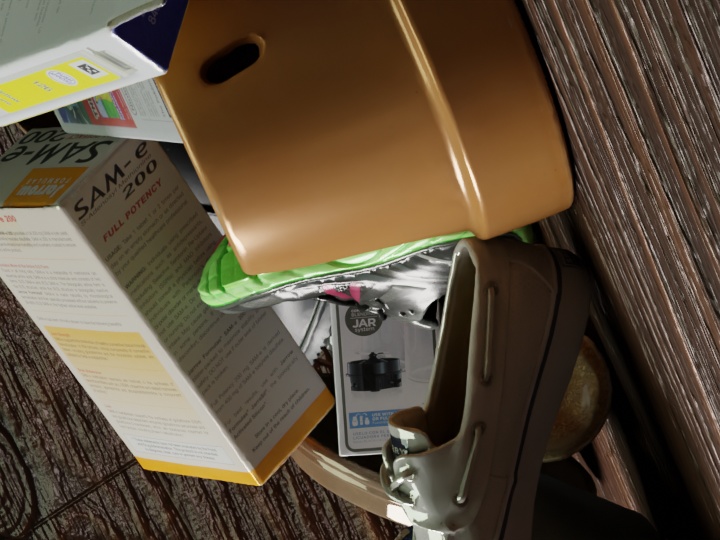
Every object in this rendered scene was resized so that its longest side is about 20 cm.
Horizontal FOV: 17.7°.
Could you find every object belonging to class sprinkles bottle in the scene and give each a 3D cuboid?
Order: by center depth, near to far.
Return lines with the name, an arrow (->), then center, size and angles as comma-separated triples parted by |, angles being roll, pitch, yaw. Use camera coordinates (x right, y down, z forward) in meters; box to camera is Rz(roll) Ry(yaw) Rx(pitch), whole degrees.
sprinkles bottle -> 0.083, 0.061, 1.175 | 0.200, 0.068, 0.069 | 121, 124, -86

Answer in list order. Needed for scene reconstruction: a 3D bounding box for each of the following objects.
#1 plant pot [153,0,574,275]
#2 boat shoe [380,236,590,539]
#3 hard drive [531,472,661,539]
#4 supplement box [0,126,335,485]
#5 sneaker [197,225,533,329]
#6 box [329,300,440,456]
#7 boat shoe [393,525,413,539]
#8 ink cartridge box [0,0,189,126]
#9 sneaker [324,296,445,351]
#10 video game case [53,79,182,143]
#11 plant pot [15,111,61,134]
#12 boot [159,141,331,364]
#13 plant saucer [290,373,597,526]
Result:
plant pot -> -0.014, -0.089, 0.972 | 0.200, 0.139, 0.201 | 155, 90, -88
boat shoe -> 0.040, 0.082, 1.014 | 0.071, 0.069, 0.202 | 33, 109, 66
hard drive -> 0.109, 0.158, 1.080 | 0.139, 0.033, 0.200 | 23, -163, -25
supplement box -> -0.119, 0.018, 1.275 | 0.126, 0.074, 0.201 | 2, 132, 52
sneaker -> 0.000, 0.000, 1.165 | 0.084, 0.199, 0.077 | 55, -136, -31
box -> 0.011, -0.009, 1.271 | 0.117, 0.060, 0.202 | -92, -2, -83
boat shoe -> 0.081, 0.179, 1.162 | 0.199, 0.073, 0.072 | 16, -159, -41
ink cartridge box -> -0.084, -0.166, 0.907 | 0.047, 0.199, 0.199 | 27, 161, -32
sneaker -> 0.009, 0.023, 1.496 | 0.088, 0.075, 0.199 | 26, 173, -37
video game case -> -0.144, -0.157, 1.138 | 0.182, 0.023, 0.201 | 10, 128, 59
plant pot -> -0.121, -0.192, 1.317 | 0.187, 0.199, 0.188 | 41, 149, 31
boot -> -0.085, -0.027, 1.427 | 0.201, 0.167, 0.077 | 114, 162, -45
plant saucer -> 0.041, 0.111, 1.354 | 0.200, 0.199, 0.030 | -121, 47, -69
